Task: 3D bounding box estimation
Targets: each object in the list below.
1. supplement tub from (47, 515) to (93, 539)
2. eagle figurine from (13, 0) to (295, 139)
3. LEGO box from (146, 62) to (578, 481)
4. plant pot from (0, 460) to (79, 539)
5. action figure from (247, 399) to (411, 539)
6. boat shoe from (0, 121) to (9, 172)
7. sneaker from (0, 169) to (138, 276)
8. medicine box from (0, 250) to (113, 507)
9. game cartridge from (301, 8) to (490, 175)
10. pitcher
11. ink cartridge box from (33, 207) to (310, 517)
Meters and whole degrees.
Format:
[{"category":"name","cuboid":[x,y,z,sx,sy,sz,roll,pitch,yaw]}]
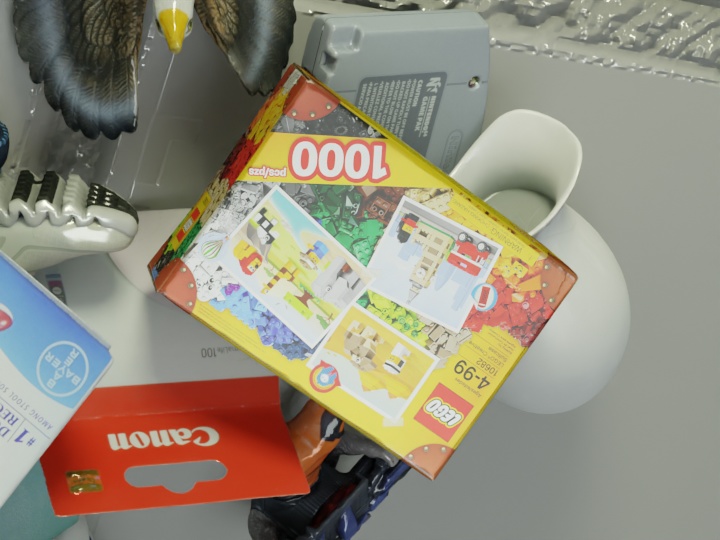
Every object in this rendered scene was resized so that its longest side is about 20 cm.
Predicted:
[{"category":"supplement tub","cuboid":[-0.221,0.245,1.431,0.144,0.145,0.201,-22,127,-9]},{"category":"eagle figurine","cuboid":[-0.110,-0.174,1.229,0.151,0.152,0.200,25,154,5]},{"category":"LEGO box","cuboid":[0.000,0.000,1.281,0.199,0.077,0.149,34,95,-15]},{"category":"plant pot","cuboid":[-0.273,0.108,1.329,0.198,0.141,0.142,-8,124,-25]},{"category":"action figure","cuboid":[-0.028,0.114,1.489,0.200,0.104,0.195,-39,142,-31]},{"category":"boat shoe","cuboid":[-0.284,-0.095,1.222,0.198,0.084,0.069,9,114,-31]},{"category":"sneaker","cuboid":[-0.225,-0.012,1.276,0.198,0.075,0.082,-3,105,3]},{"category":"medicine box","cuboid":[-0.267,0.062,1.168,0.182,0.103,0.201,43,75,-24]},{"category":"game cartridge","cuboid":[0.011,-0.071,1.384,0.132,0.041,0.201,-4,125,-30]},{"category":"pitcher","cuboid":[0.087,0.019,1.421,0.171,0.121,0.201,-35,141,-10]},{"category":"ink cartridge box","cuboid":[-0.125,0.047,1.310,0.161,0.201,0.057,-3,132,-23]}]
